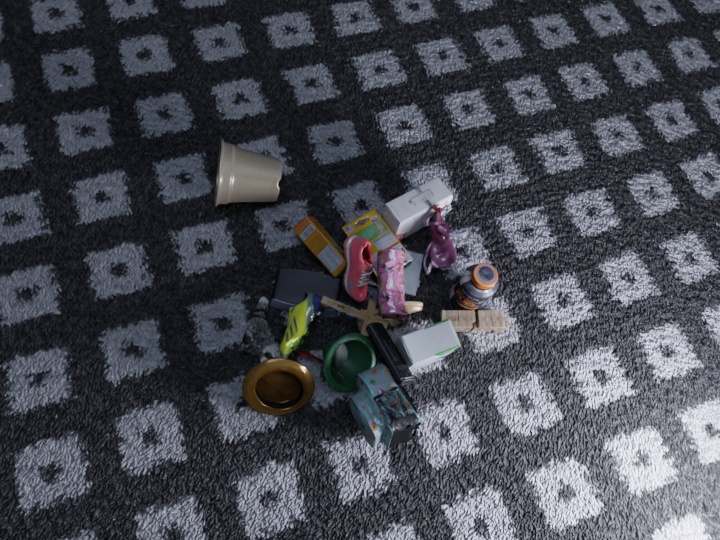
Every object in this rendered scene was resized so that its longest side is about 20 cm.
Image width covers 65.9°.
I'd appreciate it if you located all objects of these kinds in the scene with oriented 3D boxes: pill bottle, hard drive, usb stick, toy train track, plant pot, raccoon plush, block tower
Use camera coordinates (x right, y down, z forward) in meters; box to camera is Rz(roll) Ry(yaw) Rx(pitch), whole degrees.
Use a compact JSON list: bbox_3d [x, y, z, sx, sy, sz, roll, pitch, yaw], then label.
[{"bbox_3d":[0.332,0.047,1.608,0.106,0.200,0.106,2,68,-6],"label":"pill bottle"},{"bbox_3d":[0.081,-0.008,1.691,0.200,0.033,0.140,14,68,-1],"label":"hard drive"},{"bbox_3d":[0.076,0.217,1.471,0.055,0.033,0.200,0,43,-36],"label":"usb stick"},{"bbox_3d":[-0.157,0.061,1.630,0.200,0.042,0.135,10,68,-3],"label":"hard drive"},{"bbox_3d":[-0.020,0.124,1.560,0.200,0.033,0.115,23,53,-8],"label":"toy train track"},{"bbox_3d":[-0.339,-0.283,1.682,0.183,0.200,0.201,6,67,-17],"label":"plant pot"},{"bbox_3d":[-0.249,0.175,1.551,0.134,0.097,0.200,20,67,-5],"label":"raccoon plush"},{"bbox_3d":[0.332,0.150,1.646,0.200,0.058,0.054,2,68,-8],"label":"block tower"}]

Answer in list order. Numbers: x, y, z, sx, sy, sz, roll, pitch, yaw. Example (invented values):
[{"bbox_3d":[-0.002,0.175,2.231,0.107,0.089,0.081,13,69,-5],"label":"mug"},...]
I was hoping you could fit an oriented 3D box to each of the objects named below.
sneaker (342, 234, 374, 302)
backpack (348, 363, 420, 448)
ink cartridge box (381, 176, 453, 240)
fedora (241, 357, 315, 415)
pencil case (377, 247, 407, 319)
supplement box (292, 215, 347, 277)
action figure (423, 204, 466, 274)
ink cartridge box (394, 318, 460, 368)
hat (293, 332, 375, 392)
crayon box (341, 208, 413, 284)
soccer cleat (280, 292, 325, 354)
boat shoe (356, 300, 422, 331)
[{"bbox_3d":[0.000,0.000,1.586,0.074,0.087,0.200,-18,109,-41],"label":"sneaker"},{"bbox_3d":[0.052,0.354,1.466,0.153,0.176,0.200,-18,59,-10],"label":"backpack"},{"bbox_3d":[0.168,-0.183,1.710,0.200,0.147,0.083,-29,73,-17],"label":"ink cartridge box"},{"bbox_3d":[-0.220,0.295,1.482,0.200,0.201,0.082,-8,32,-10],"label":"fedora"},{"bbox_3d":[0.090,0.037,1.564,0.086,0.083,0.200,0,76,3],"label":"pencil case"},{"bbox_3d":[-0.110,-0.071,1.665,0.069,0.067,0.200,-43,78,15],"label":"supplement box"},{"bbox_3d":[0.234,-0.111,1.677,0.149,0.200,0.134,-19,32,1],"label":"action figure"},{"bbox_3d":[0.170,0.214,1.523,0.147,0.200,0.083,-19,75,-13],"label":"ink cartridge box"},{"bbox_3d":[-0.081,0.232,1.581,0.200,0.176,0.166,45,74,-34],"label":"hat"},{"bbox_3d":[0.048,-0.071,1.667,0.126,0.052,0.200,-31,76,-17],"label":"crayon box"},{"bbox_3d":[-0.173,0.145,1.532,0.084,0.065,0.200,29,59,8],"label":"soccer cleat"},{"bbox_3d":[0.088,0.135,1.619,0.200,0.071,0.065,-12,74,-1],"label":"boat shoe"}]
